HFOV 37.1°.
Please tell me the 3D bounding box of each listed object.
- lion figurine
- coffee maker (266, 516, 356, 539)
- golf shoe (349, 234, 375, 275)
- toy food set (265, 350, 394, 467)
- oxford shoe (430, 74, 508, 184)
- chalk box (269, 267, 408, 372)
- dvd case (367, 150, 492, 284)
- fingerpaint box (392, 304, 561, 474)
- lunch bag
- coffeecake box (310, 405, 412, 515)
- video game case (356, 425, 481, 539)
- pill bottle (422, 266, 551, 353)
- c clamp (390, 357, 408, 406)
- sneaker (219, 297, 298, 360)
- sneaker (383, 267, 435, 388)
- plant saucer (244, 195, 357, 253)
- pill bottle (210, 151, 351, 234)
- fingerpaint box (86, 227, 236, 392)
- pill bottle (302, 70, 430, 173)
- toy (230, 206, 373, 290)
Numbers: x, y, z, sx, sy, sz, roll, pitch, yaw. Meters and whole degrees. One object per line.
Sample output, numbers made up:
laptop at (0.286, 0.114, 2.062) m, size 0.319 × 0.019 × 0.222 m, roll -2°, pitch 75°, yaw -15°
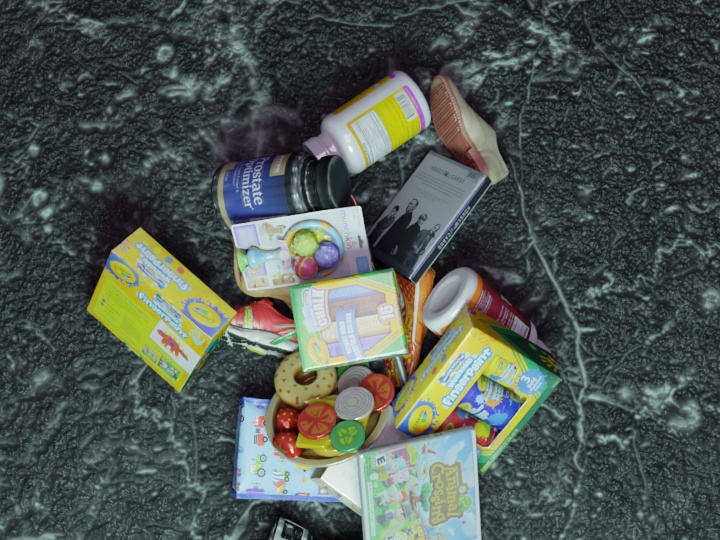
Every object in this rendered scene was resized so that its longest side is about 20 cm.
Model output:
lion figurine at (-0.127, 0.019, 1.681) m, size 0.197 × 0.072 × 0.125 m, roll 14°, pitch 96°, yaw 15°
coffee maker at (-0.064, 0.490, 1.628) m, size 0.197 × 0.135 × 0.195 m, roll 14°, pitch 85°, yaw 1°
golf shoe at (0.000, 0.000, 1.665) m, size 0.076 × 0.088 × 0.203 m, roll -23°, pitch 112°, yaw -21°
toy food set at (-0.048, 0.203, 1.595) m, size 0.195 × 0.049 × 0.202 m, roll 2°, pitch 46°, yaw 17°
oxford shoe at (0.175, -0.228, 1.746) m, size 0.073 × 0.071 × 0.203 m, roll -19°, pitch 84°, yaw -28°
chalk box at (-0.036, 0.077, 1.563) m, size 0.196 × 0.124 × 0.126 m, roll -9°, pitch 85°, yaw 2°
dvd case at (0.100, -0.088, 1.692) m, size 0.201 × 0.150 × 0.025 m, roll -52°, pitch 129°, yaw -5°
fingerpaint box at (0.169, 0.179, 1.587) m, size 0.165 × 0.074 × 0.201 m, roll 30°, pitch 111°, yaw -17°
lunch bag at (-0.096, 0.282, 1.678) m, size 0.196 × 0.094 × 0.153 m, roll 6°, pitch 82°, yaw -10°
coffeecake box at (0.049, 0.312, 1.649) m, size 0.199 × 0.073 × 0.155 m, roll 36°, pitch 72°, yaw -6°
video game case at (0.088, 0.338, 1.553) m, size 0.179 × 0.022 × 0.204 m, roll -9°, pitch 105°, yaw -17°
pill bottle at (0.199, 0.096, 1.661) m, size 0.199 × 0.113 × 0.114 m, roll 40°, pitch 84°, yaw -21°
c clamp at (0.043, 0.158, 1.669) m, size 0.168 × 0.027 × 0.202 m, roll -12°, pitch 115°, yaw 26°
sneaker at (-0.176, 0.080, 1.707) m, size 0.197 × 0.077 × 0.086 m, roll 19°, pitch 65°, yaw -3°
sneaker at (0.086, 0.090, 1.701) m, size 0.072 × 0.076 × 0.203 m, roll 18°, pitch 101°, yaw 43°
plant saucer at (-0.096, -0.068, 1.731) m, size 0.197 × 0.032 × 0.204 m, roll 0°, pitch 85°, yaw 1°
pill bottle at (-0.119, -0.120, 1.633) m, size 0.197 × 0.112 × 0.114 m, roll -6°, pitch 84°, yaw 24°
fingerpaint box at (-0.307, 0.062, 1.647) m, size 0.199 × 0.167 × 0.073 m, roll 40°, pitch 46°, yaw 4°
pill bottle at (0.008, -0.224, 1.703) m, size 0.199 × 0.104 × 0.105 m, roll -34°, pitch 86°, yaw -11°
toy at (-0.088, -0.022, 1.591) m, size 0.196 × 0.047 × 0.117 m, roll -6°, pitch 120°, yaw 9°
